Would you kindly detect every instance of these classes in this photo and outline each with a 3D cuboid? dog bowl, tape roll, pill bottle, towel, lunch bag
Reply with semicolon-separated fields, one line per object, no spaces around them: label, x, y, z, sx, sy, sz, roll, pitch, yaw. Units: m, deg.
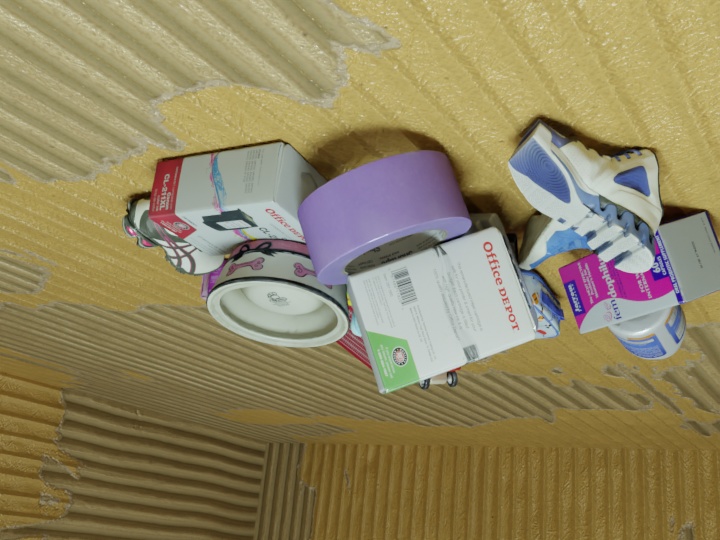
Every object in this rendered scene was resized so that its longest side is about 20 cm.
dog bowl;-0.107;0.031;1.088;0.196;0.075;0.201;7;152;4
tape roll;0.028;-0.059;0.953;0.196;0.087;0.200;-19;169;-4
pill bottle;0.457;0.077;1.272;0.110;0.114;0.199;-5;158;29
towel;0.005;0.114;1.379;0.144;0.023;0.200;37;157;5
lunch bag;0.257;0.061;1.350;0.157;0.077;0.199;-8;155;29

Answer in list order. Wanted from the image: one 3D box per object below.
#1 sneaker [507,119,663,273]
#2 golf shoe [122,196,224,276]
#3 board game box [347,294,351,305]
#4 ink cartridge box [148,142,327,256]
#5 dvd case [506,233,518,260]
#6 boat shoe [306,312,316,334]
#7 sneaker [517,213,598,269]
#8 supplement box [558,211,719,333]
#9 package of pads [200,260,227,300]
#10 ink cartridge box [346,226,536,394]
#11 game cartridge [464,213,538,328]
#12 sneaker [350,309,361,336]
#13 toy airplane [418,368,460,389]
sneaker;0.264;-0.101;0.890;0.199;0.116;0.080;41;152;-6
golf shoe;-0.264;-0.050;1.203;0.087;0.079;0.199;-15;153;30
board game box;0.000;0.000;1.213;0.197;0.104;0.047;16;158;-25
ink cartridge box;-0.153;-0.088;1.043;0.196;0.085;0.145;-4;158;27
dvd case;0.170;0.019;1.216;0.147;0.025;0.202;2;139;18
boat shoe;-0.068;0.035;1.246;0.065;0.202;0.075;-4;133;-14
sneaker;0.282;-0.043;1.041;0.109;0.078;0.201;17;153;-2
supplement box;0.377;0.007;1.074;0.102;0.103;0.200;-15;171;-27
package of pads;-0.189;0.046;1.442;0.118;0.077;0.200;-5;158;21
ink cartridge box;0.097;0.050;0.986;0.196;0.149;0.084;-18;170;-6
game cartridge;0.163;0.006;1.121;0.131;0.041;0.202;1;129;40
sneaker;0.029;0.022;1.126;0.081;0.201;0.075;-26;106;27
toy airplane;0.117;0.120;1.503;0.195;0.144;0.200;13;-161;19
